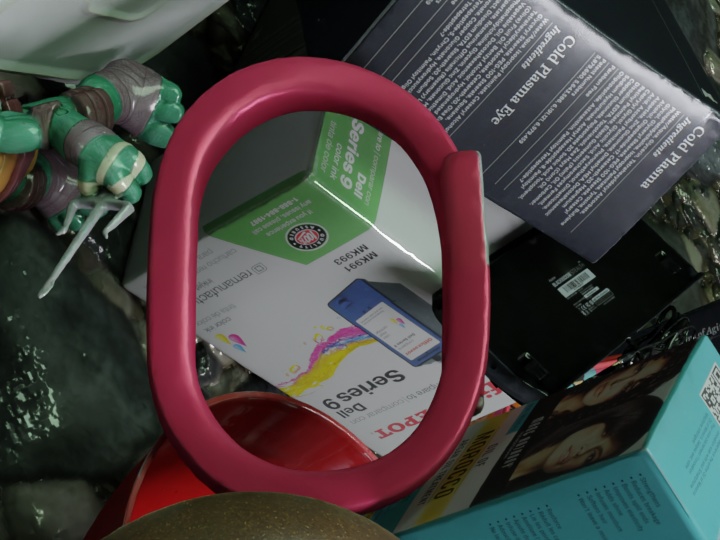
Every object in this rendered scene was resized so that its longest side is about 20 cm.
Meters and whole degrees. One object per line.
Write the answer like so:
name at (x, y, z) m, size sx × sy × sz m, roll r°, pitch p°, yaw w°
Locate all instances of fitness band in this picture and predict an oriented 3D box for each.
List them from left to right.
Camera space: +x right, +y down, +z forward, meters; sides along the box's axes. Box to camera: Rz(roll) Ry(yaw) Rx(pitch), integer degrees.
fitness band at (-0.018, 0.005, 0.717) m, size 0.037 × 0.142 × 0.202 m, roll 91°, pitch -1°, yaw -71°

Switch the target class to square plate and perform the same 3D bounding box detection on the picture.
square plate at (-0.098, -0.140, 0.761) m, size 0.029 × 0.197 × 0.200 m, roll 61°, pitch 20°, yaw 9°

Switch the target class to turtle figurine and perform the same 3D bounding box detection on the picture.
turtle figurine at (-0.157, -0.038, 0.737) m, size 0.101 × 0.149 × 0.200 m, roll 64°, pitch 24°, yaw -6°

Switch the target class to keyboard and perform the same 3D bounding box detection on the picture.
keyboard at (0.111, 0.027, 0.876) m, size 0.104 × 0.040 × 0.200 m, roll 45°, pitch 37°, yaw 13°

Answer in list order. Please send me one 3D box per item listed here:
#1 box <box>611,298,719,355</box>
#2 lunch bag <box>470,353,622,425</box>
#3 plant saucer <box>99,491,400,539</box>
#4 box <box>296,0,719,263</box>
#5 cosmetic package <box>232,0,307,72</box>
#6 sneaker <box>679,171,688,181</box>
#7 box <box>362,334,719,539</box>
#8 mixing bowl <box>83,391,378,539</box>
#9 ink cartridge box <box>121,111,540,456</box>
box at (0.271, 0.114, 1.102) m, size 0.124 × 0.199 × 0.198 m, roll -3°, pitch 72°, yaw -55°
lunch bag at (0.155, 0.150, 1.010) m, size 0.175 × 0.082 × 0.202 m, roll -8°, pitch 79°, yaw -31°
plant saucer at (-0.042, 0.185, 0.638) m, size 0.198 × 0.037 × 0.202 m, roll -1°, pitch 96°, yaw -13°
box at (0.065, -0.133, 0.864) m, size 0.181 × 0.104 × 0.201 m, roll 29°, pitch 28°, yaw -27°
cosmetic package at (0.004, -0.156, 1.022) m, size 0.090 × 0.106 × 0.201 m, roll 41°, pitch 41°, yaw -24°
sneaker at (0.164, -0.139, 1.242) m, size 0.200 × 0.076 × 0.091 m, roll 44°, pitch 31°, yaw -34°
box at (0.058, 0.096, 0.688) m, size 0.049 × 0.199 × 0.082 m, roll 56°, pitch 38°, yaw -11°
mixing bowl at (-0.061, 0.166, 0.760) m, size 0.199 × 0.108 × 0.202 m, roll 26°, pitch 52°, yaw -38°
ink cartridge box at (0.000, 0.000, 0.896) m, size 0.200 × 0.145 × 0.088 m, roll 35°, pitch 46°, yaw -32°
